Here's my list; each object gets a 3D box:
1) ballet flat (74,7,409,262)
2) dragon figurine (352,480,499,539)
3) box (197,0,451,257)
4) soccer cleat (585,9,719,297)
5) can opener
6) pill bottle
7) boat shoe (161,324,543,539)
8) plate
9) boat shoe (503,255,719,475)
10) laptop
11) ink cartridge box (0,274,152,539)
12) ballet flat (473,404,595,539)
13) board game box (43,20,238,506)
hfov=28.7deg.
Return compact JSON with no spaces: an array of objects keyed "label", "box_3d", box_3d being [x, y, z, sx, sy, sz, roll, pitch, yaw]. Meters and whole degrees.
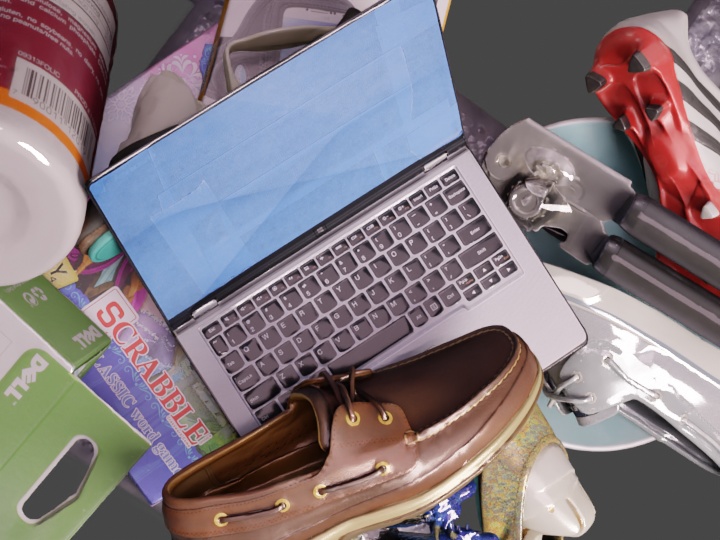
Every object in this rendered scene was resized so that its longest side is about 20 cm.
[{"label":"ballet flat","box_3d":[-0.066,-0.075,0.712,0.200,0.068,0.068,-28,82,-20]},{"label":"dragon figurine","box_3d":[-0.028,0.150,0.768,0.200,0.099,0.059,-11,89,-13]},{"label":"box","box_3d":[-0.021,-0.117,0.772,0.119,0.041,0.200,15,85,-11]},{"label":"soccer cleat","box_3d":[0.197,-0.057,0.822,0.085,0.069,0.200,-36,105,-41]},{"label":"can opener","box_3d":[0.157,-0.018,0.787,0.200,0.067,0.053,33,107,7]},{"label":"pill bottle","box_3d":[-0.181,-0.100,0.695,0.114,0.114,0.200,11,46,-12]},{"label":"boat shoe","box_3d":[-0.003,0.082,0.676,0.200,0.072,0.068,-31,121,-7]},{"label":"plate","box_3d":[0.141,0.008,0.851,0.200,0.026,0.200,1,87,-13]},{"label":"boat shoe","box_3d":[0.142,0.056,0.800,0.201,0.070,0.072,28,79,-12]},{"label":"laptop","box_3d":[0.000,0.000,0.692,0.187,0.116,0.200,-33,91,-8]},{"label":"ink cartridge box","box_3d":[-0.201,0.047,0.727,0.200,0.059,0.104,42,106,0]},{"label":"ballet flat","box_3d":[0.102,0.158,0.798,0.071,0.071,0.200,-2,99,-13]},{"label":"board game box","box_3d":[-0.095,-0.008,0.790,0.199,0.041,0.200,-37,95,-12]}]
